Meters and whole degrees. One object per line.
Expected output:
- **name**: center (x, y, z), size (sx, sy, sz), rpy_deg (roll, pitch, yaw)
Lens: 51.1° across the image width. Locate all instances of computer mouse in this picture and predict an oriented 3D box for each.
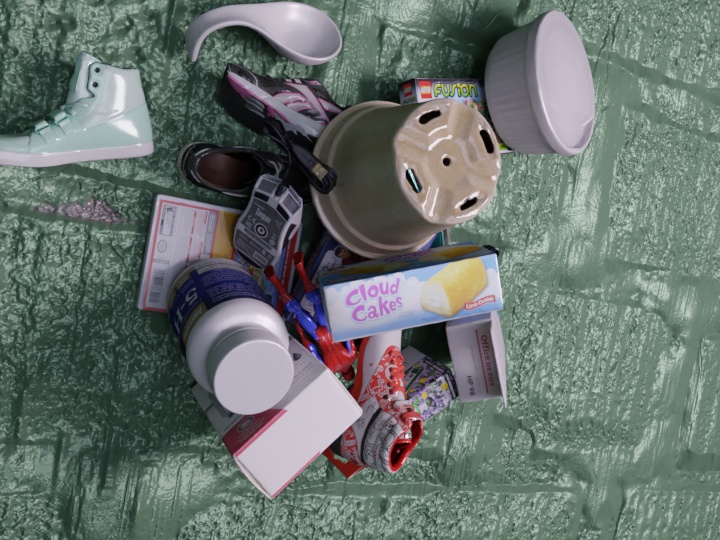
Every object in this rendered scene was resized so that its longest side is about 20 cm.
- **computer mouse**: center (-0.102, -0.083, 0.918), size (0.109, 0.201, 0.044), rpy_deg (37, 41, 5)

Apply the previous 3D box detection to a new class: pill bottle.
- **pill bottle**: center (-0.150, 0.075, 0.874), size (0.118, 0.200, 0.121), rpy_deg (-10, 116, -21)

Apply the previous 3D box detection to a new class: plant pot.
- **plant pot**: center (0.061, -0.114, 0.879), size (0.198, 0.183, 0.203), rpy_deg (0, 90, -22)

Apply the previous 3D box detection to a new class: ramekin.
- **ramekin**: center (0.258, -0.261, 1.091), size (0.201, 0.093, 0.205), rpy_deg (10, 76, -50)

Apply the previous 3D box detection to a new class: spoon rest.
- **spoon rest**: center (-0.114, -0.295, 0.933), size (0.198, 0.061, 0.100), rpy_deg (-10, 65, -24)

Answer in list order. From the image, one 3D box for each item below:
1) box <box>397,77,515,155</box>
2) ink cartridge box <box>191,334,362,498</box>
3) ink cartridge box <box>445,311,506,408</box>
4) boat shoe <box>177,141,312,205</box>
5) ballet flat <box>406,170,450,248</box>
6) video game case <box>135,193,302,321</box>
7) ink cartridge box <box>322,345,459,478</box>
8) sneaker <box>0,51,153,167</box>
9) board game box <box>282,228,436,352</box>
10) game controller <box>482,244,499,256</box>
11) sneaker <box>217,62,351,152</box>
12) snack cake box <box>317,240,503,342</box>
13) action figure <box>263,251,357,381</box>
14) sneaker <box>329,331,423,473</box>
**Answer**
- **box**: center (0.140, -0.213, 1.064), size (0.199, 0.035, 0.112), rpy_deg (-13, 95, -42)
- **ink cartridge box**: center (-0.110, 0.160, 0.923), size (0.146, 0.200, 0.083), rpy_deg (-42, 118, -12)
- **ink cartridge box**: center (0.165, 0.106, 1.070), size (0.066, 0.200, 0.117), rpy_deg (-10, 105, 13)
- **boat shoe**: center (-0.129, -0.118, 0.958), size (0.198, 0.067, 0.073), rpy_deg (9, 92, -30)
- **ballet flat**: center (0.094, -0.101, 1.079), size (0.072, 0.072, 0.202), rpy_deg (-31, 111, -20)
- **video game case**: center (-0.179, -0.009, 0.973), size (0.198, 0.017, 0.145), rpy_deg (10, 93, -28)
- **ink cartridge box**: center (0.030, 0.194, 1.058), size (0.199, 0.109, 0.051), rpy_deg (-33, 117, -20)
- **sneaker**: center (-0.334, -0.179, 0.834), size (0.199, 0.073, 0.120), rpy_deg (-14, 110, -35)
- **board game box**: center (0.000, 0.000, 1.003), size (0.134, 0.034, 0.201), rpy_deg (26, 99, -21)
- **game controller**: center (0.136, 0.020, 1.049), size (0.042, 0.200, 0.105), rpy_deg (28, 82, -3)
- **sneaker**: center (-0.090, -0.215, 0.970), size (0.199, 0.080, 0.087), rpy_deg (28, 67, -32)
- **snack cake box**: center (0.054, 0.021, 0.879), size (0.197, 0.115, 0.068), rpy_deg (-11, 101, -5)
- **action figure**: center (-0.053, 0.068, 0.967), size (0.065, 0.052, 0.201), rpy_deg (-26, 118, 1)
- **sneaker**: center (0.042, 0.156, 0.964), size (0.067, 0.107, 0.203), rpy_deg (35, 73, -51)
